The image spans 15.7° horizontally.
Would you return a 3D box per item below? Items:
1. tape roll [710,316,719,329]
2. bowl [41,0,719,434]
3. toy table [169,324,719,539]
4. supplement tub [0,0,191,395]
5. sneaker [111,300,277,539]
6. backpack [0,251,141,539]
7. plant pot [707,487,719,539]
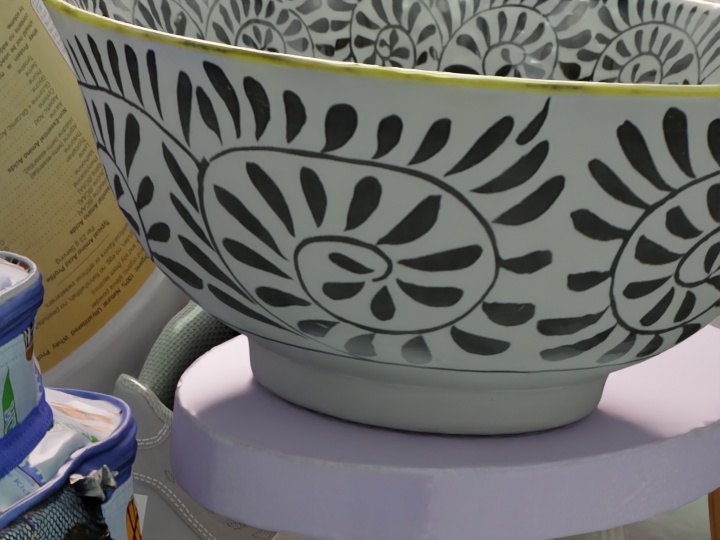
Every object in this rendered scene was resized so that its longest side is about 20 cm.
[{"bbox_3d":[0.166,0.006,0.970,0.202,0.140,0.203,8,0,0],"label":"tape roll"},{"bbox_3d":[0.019,-0.017,0.633,0.200,0.095,0.201,6,13,-1],"label":"bowl"},{"bbox_3d":[0.028,0.081,0.678,0.200,0.118,0.184,-7,17,-45],"label":"toy table"},{"bbox_3d":[-0.139,-0.026,0.831,0.144,0.200,0.145,-23,30,14],"label":"supplement tub"},{"bbox_3d":[0.001,0.050,0.816,0.200,0.116,0.075,-6,16,-44],"label":"sneaker"},{"bbox_3d":[-0.138,0.069,0.602,0.199,0.155,0.190,6,2,10],"label":"backpack"},{"bbox_3d":[0.218,0.063,0.737,0.200,0.201,0.140,16,-2,41],"label":"plant pot"}]
